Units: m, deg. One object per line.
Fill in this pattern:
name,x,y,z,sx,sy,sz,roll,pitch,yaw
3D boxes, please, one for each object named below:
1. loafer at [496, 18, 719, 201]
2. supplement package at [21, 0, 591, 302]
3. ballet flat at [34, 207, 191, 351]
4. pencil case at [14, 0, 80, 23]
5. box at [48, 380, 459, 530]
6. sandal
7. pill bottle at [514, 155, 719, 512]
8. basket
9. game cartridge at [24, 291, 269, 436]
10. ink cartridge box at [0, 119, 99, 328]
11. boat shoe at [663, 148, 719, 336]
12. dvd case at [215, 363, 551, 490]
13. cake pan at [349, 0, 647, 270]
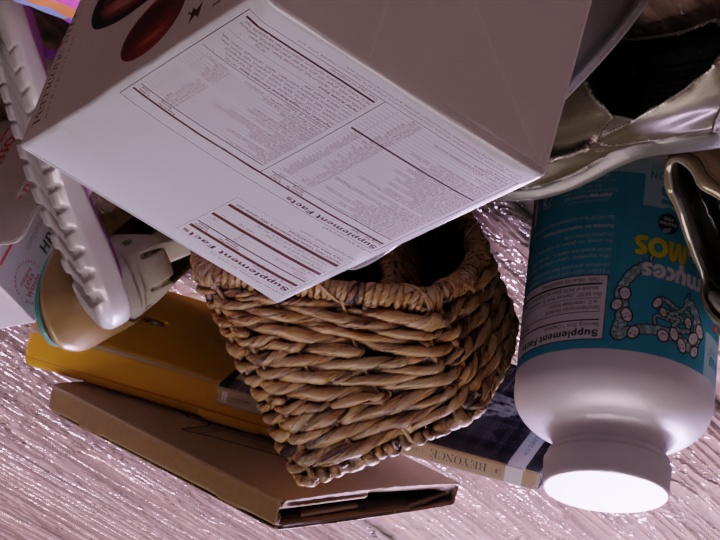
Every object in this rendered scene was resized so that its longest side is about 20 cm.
loafer,0.122,-0.092,1.307,0.200,0.075,0.070,-15,145,24
supplement package,-0.013,-0.122,1.090,0.147,0.191,0.200,31,149,-24
ballet flat,-0.131,-0.009,1.488,0.063,0.069,0.200,-12,-164,18
pencil case,-0.078,-0.135,1.244,0.200,0.089,0.088,22,153,-30
box,-0.065,0.106,1.543,0.200,0.021,0.163,22,-164,38
sandal,-0.155,-0.067,1.371,0.050,0.203,0.082,-22,-156,-17
pill bottle,0.144,0.029,1.406,0.111,0.200,0.111,6,158,3
basket,0.000,0.000,1.415,0.143,0.200,0.149,-23,108,10
game cartridge,-0.090,0.060,1.609,0.200,0.032,0.176,18,-167,12
ink cartridge box,-0.230,-0.023,1.498,0.200,0.115,0.068,-11,133,38
boat shoe,0.216,0.010,1.360,0.075,0.068,0.200,-17,104,48
dvd case,0.032,0.075,1.526,0.200,0.016,0.149,14,-159,15
cake pan,0.054,-0.081,1.214,0.037,0.200,0.200,46,148,-7
